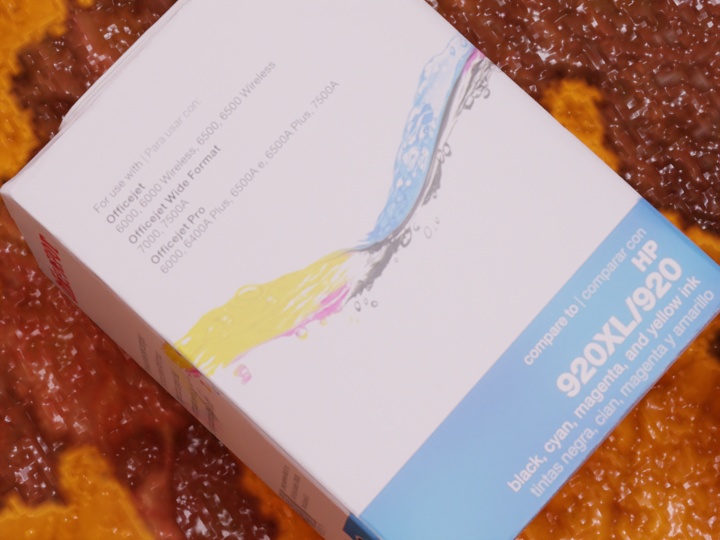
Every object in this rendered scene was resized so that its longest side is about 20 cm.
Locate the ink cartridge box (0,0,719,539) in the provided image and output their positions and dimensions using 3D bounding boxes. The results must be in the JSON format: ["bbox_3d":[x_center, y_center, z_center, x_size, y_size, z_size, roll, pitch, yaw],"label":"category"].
[{"bbox_3d":[0.000,0.000,0.979,0.200,0.147,0.145,42,82,4],"label":"ink cartridge box"}]
